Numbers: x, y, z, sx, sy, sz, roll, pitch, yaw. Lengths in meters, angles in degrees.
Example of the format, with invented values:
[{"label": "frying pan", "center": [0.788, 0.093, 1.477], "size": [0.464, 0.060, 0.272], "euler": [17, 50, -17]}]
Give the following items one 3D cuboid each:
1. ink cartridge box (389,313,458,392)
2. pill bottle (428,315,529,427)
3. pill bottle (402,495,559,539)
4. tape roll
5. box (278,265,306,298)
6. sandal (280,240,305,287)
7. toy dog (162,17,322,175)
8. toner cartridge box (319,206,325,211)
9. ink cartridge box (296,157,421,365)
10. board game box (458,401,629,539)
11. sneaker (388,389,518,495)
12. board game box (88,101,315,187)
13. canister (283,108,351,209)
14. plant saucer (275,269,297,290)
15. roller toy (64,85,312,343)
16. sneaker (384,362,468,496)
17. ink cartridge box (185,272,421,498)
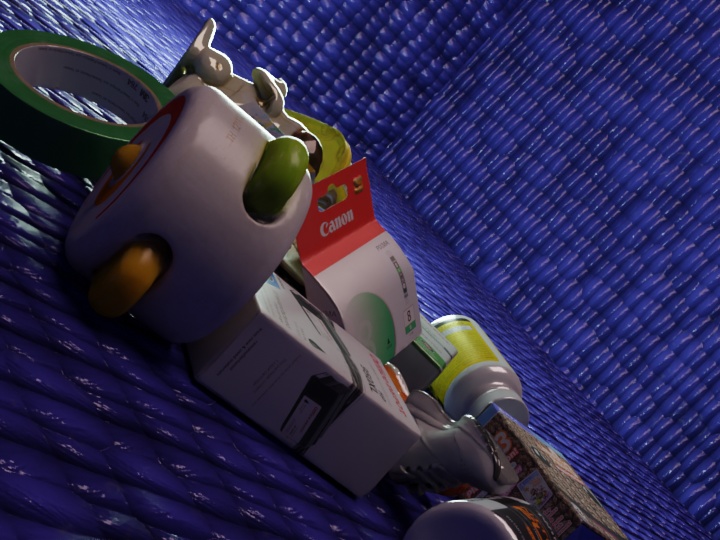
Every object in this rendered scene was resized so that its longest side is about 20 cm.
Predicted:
[{"label": "ink cartridge box", "center": [0.036, 0.089, 1.536], "size": [0.147, 0.083, 0.200], "euler": [44, 9, 7]}, {"label": "pill bottle", "center": [0.153, 0.153, 1.687], "size": [0.111, 0.111, 0.200], "euler": [39, 9, -31]}, {"label": "pill bottle", "center": [0.108, 0.242, 1.039], "size": [0.106, 0.106, 0.200], "euler": [47, 9, 20]}, {"label": "tape roll", "center": [-0.263, -0.156, 1.168], "size": [0.199, 0.048, 0.201], "euler": [22, 27, -12]}, {"label": "box", "center": [-0.116, -0.017, 1.446], "size": [0.200, 0.046, 0.159], "euler": [43, 8, -3]}, {"label": "sandal", "center": [-0.033, -0.011, 1.352], "size": [0.212, 0.069, 0.078], "euler": [47, 11, -48]}, {"label": "toy dog", "center": [-0.133, -0.156, 1.391], "size": [0.199, 0.140, 0.194], "euler": [33, 25, -15]}, {"label": "toner cartridge box", "center": [-0.049, -0.049, 1.502], "size": [0.199, 0.043, 0.095], "euler": [33, 5, 3]}, {"label": "ink cartridge box", "center": [0.000, 0.000, 1.280], "size": [0.050, 0.202, 0.161], "euler": [3, 20, 29]}, {"label": "board game box", "center": [0.200, 0.270, 1.382], "size": [0.159, 0.097, 0.200], "euler": [37, 11, -40]}, {"label": "sneaker", "center": [0.076, 0.177, 1.156], "size": [0.075, 0.087, 0.200], "euler": [54, -15, -18]}, {"label": "board game box", "center": [-0.163, -0.102, 1.241], "size": [0.199, 0.034, 0.135], "euler": [-17, 46, -28]}, {"label": "canister", "center": [-0.067, -0.113, 1.637], "size": [0.148, 0.087, 0.200], "euler": [23, -20, 23]}, {"label": "plant saucer", "center": [-0.115, 0.020, 1.262], "size": [0.200, 0.051, 0.201], "euler": [44, 8, -8]}, {"label": "roller toy", "center": [-0.144, -0.047, 0.999], "size": [0.140, 0.200, 0.182], "euler": [40, -4, -20]}, {"label": "sneaker", "center": [0.039, 0.164, 1.289], "size": [0.077, 0.073, 0.200], "euler": [11, 24, -47]}, {"label": "ink cartridge box", "center": [-0.056, 0.087, 1.093], "size": [0.200, 0.084, 0.145], "euler": [40, 9, -28]}]
